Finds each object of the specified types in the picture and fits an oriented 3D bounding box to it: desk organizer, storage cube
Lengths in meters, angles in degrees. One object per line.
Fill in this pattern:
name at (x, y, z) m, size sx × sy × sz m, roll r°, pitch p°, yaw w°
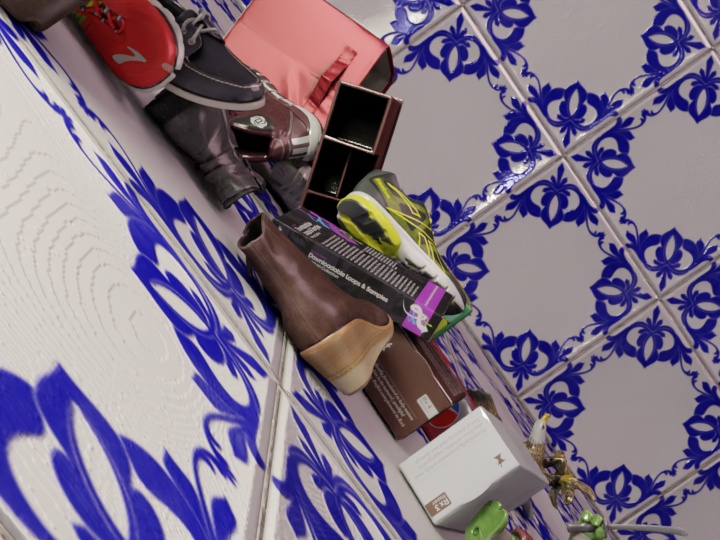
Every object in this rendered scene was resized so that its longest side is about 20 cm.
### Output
desk organizer at (-0.018, -0.113, 1.413) m, size 0.071 × 0.202 × 0.077 m, roll 18°, pitch 6°, yaw 7°
storage cube at (-0.076, -0.253, 1.586) m, size 0.179 × 0.171 × 0.200 m, roll 36°, pitch -1°, yaw 8°

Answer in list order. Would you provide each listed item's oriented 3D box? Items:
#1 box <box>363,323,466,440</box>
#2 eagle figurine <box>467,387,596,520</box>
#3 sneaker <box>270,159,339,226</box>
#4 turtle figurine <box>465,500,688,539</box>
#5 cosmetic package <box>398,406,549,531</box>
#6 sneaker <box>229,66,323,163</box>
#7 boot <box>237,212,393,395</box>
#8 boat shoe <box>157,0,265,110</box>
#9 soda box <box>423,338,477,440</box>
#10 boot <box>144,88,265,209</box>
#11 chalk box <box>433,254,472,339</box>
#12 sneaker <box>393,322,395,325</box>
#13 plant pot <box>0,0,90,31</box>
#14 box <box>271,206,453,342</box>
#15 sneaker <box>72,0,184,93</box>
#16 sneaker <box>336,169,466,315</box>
box at (0.054, 0.118, 1.325) m, size 0.101 × 0.075 × 0.200 m, roll 56°, pitch 4°, yaw 9°
eagle figurine at (0.226, 0.268, 1.781) m, size 0.199 × 0.152 × 0.152 m, roll 21°, pitch -24°, yaw -23°
sneaker at (-0.073, -0.093, 1.543) m, size 0.099 × 0.078 × 0.200 m, roll 45°, pitch 1°, yaw -26°
turtle figurine at (0.205, 0.281, 1.135) m, size 0.193 × 0.145 × 0.199 m, roll 30°, pitch -25°, yaw -31°
cosmetic package at (0.117, 0.202, 1.217) m, size 0.074 × 0.101 × 0.200 m, roll 56°, pitch 4°, yaw 23°
sneaker at (-0.146, -0.182, 1.424) m, size 0.199 × 0.076 × 0.115 m, roll 31°, pitch 32°, yaw 31°
boot at (-0.041, 0.014, 1.117) m, size 0.167 × 0.072 × 0.200 m, roll 56°, pitch 9°, yaw -10°
boat shoe at (-0.163, -0.208, 1.099) m, size 0.199 × 0.063 × 0.072 m, roll 33°, pitch 34°, yaw 23°
soda box at (0.094, 0.154, 1.490) m, size 0.201 × 0.063 × 0.070 m, roll 59°, pitch 8°, yaw 30°
boot at (-0.142, -0.131, 1.203) m, size 0.132 × 0.070 × 0.200 m, roll 54°, pitch 17°, yaw -14°
chalk box at (0.071, 0.038, 1.666) m, size 0.124 × 0.124 × 0.200 m, roll 54°, pitch 7°, yaw -2°
sneaker at (0.021, 0.053, 1.412) m, size 0.078 × 0.070 × 0.200 m, roll 46°, pitch 11°, yaw 24°
plant pot at (-0.205, -0.293, 0.898) m, size 0.201 × 0.198 × 0.200 m, roll 53°, pitch 6°, yaw -9°
box at (0.000, 0.000, 1.285) m, size 0.199 × 0.036 × 0.143 m, roll 32°, pitch 11°, yaw 4°
sneaker at (-0.230, -0.232, 1.059) m, size 0.200 × 0.077 × 0.085 m, roll 50°, pitch 15°, yaw 20°
sneaker at (0.062, -0.032, 1.379) m, size 0.074 × 0.085 × 0.200 m, roll -11°, pitch -52°, yaw 48°
